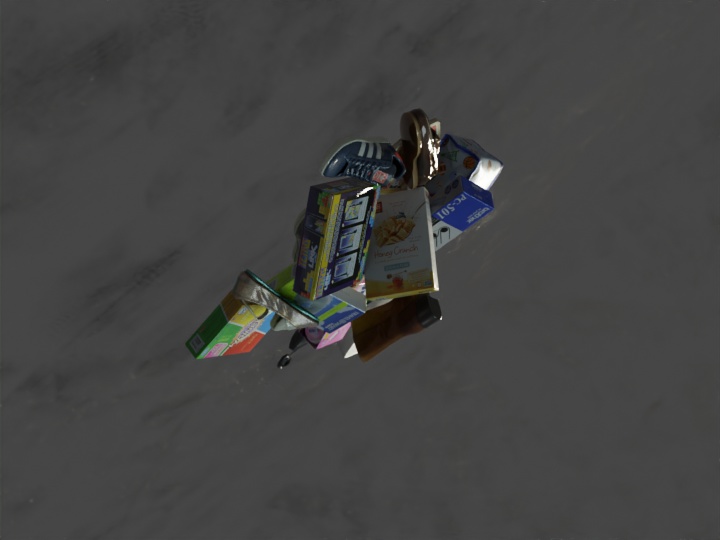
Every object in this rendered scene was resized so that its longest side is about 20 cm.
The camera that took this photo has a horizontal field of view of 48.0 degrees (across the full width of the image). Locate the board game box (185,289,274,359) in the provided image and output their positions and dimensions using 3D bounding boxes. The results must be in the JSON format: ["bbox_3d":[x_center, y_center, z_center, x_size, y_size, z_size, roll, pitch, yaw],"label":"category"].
[{"bbox_3d":[-0.240,0.105,1.621,0.153,0.040,0.199,-47,162,16],"label":"board game box"}]

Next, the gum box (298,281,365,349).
[{"bbox_3d":[-0.050,0.079,1.895,0.113,0.066,0.202,-15,140,-57],"label":"gum box"}]

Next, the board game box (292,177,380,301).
[{"bbox_3d":[-0.043,-0.063,1.484,0.164,0.056,0.204,-19,127,-54],"label":"board game box"}]

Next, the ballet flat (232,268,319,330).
[{"bbox_3d":[-0.164,0.072,1.527,0.199,0.068,0.068,37,87,-30],"label":"ballet flat"}]

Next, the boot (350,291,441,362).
[{"bbox_3d":[0.064,0.066,1.643,0.198,0.192,0.068,-31,147,29],"label":"boot"}]

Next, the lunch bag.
[{"bbox_3d":[0.198,-0.173,1.734,0.202,0.123,0.169,-56,158,18],"label":"lunch bag"}]

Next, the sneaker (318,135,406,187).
[{"bbox_3d":[0.011,-0.181,1.403,0.198,0.085,0.075,-21,154,-49],"label":"sneaker"}]

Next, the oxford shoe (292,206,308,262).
[{"bbox_3d":[-0.089,-0.060,1.527,0.074,0.058,0.201,-29,157,-24],"label":"oxford shoe"}]

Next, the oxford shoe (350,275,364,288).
[{"bbox_3d":[0.000,0.000,1.700,0.069,0.076,0.199,21,149,-25],"label":"oxford shoe"}]

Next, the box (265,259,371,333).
[{"bbox_3d":[-0.081,0.058,1.608,0.198,0.049,0.121,29,138,-31],"label":"box"}]

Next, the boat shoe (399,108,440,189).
[{"bbox_3d":[0.114,-0.233,1.499,0.069,0.071,0.201,-24,155,-10],"label":"boat shoe"}]

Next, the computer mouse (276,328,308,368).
[{"bbox_3d":[-0.167,0.189,2.017,0.058,0.034,0.200,-22,161,-42],"label":"computer mouse"}]

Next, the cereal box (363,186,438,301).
[{"bbox_3d":[0.072,-0.051,1.576,0.141,0.205,0.039,-11,165,19],"label":"cereal box"}]

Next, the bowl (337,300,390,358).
[{"bbox_3d":[0.028,0.134,2.226,0.198,0.075,0.201,-20,153,-49],"label":"bowl"}]

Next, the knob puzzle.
[{"bbox_3d":[0.096,-0.215,1.603,0.218,0.031,0.221,-37,162,-14],"label":"knob puzzle"}]

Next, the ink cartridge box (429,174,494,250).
[{"bbox_3d":[0.165,-0.105,1.625,0.093,0.045,0.199,22,137,-34],"label":"ink cartridge box"}]
